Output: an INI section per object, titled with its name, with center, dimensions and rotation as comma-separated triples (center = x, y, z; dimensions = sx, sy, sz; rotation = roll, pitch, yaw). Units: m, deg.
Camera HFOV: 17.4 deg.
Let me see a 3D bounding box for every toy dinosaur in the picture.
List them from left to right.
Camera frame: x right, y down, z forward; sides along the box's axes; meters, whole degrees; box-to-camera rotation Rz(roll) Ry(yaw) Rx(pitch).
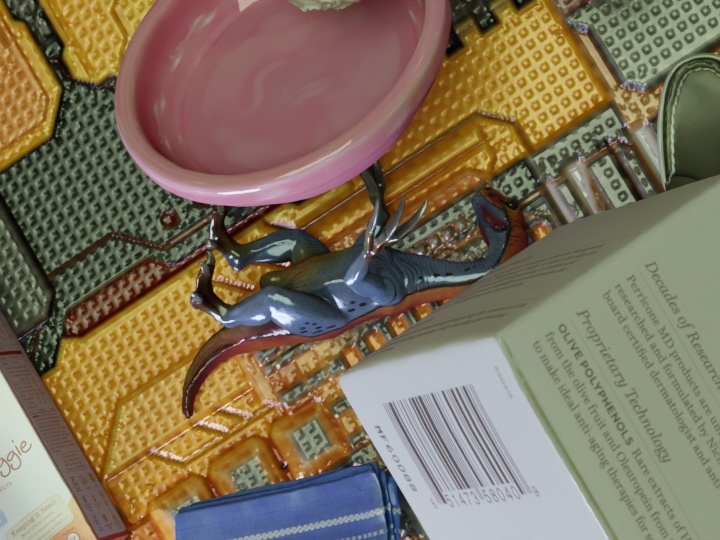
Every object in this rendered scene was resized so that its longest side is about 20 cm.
[toy dinosaur]
center = 0.000, 0.000, 1.346
dimensions = 0.180, 0.105, 0.201
rotation = 12, 133, 0

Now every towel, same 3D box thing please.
[towel]
center = -0.042, 0.215, 1.320
dimensions = 0.144, 0.024, 0.202
rotation = -13, 64, 22

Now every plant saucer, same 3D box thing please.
[plant saucer]
center = -0.039, -0.111, 1.309
dimensions = 0.199, 0.051, 0.202
rotation = -15, 50, 18

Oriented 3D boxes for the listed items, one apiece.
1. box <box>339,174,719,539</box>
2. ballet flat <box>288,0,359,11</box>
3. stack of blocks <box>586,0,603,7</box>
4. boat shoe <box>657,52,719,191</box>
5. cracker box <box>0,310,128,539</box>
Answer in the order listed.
[box]
center = 0.134, 0.084, 1.184
dimensions = 0.171, 0.199, 0.201
rotation = -33, 96, -24
[ballet flat]
center = 0.019, -0.189, 1.222
dimensions = 0.199, 0.072, 0.072
rotation = -22, 84, 34
[stack of blocks]
center = 0.167, -0.239, 1.263
dimensions = 0.059, 0.115, 0.200
rotation = 45, 100, 10
[boat shoe]
center = 0.203, -0.021, 1.280
dimensions = 0.072, 0.060, 0.203
rotation = -11, 87, 14
[cracker box]
center = -0.247, 0.108, 1.399
dimensions = 0.134, 0.058, 0.201
rotation = -34, 81, 12
